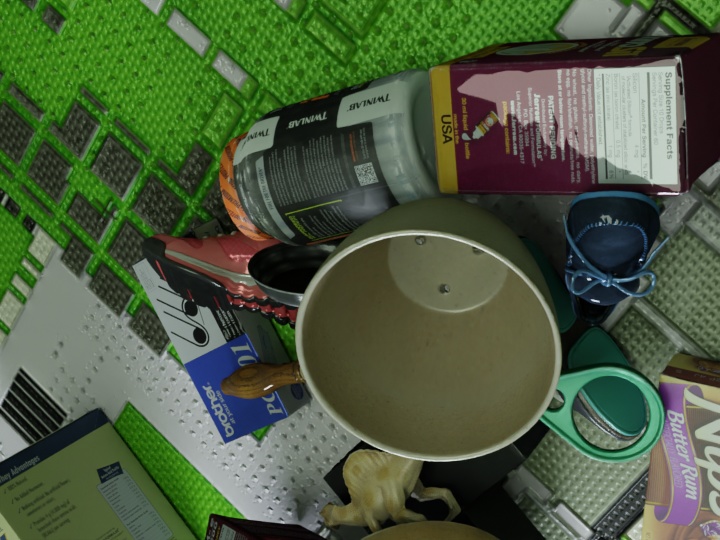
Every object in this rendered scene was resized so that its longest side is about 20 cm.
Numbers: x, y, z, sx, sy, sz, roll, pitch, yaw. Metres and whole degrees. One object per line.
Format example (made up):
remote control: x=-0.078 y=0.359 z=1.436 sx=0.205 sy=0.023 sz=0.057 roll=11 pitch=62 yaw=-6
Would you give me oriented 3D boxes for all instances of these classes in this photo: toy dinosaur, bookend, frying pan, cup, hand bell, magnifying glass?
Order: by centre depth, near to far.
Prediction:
cup: x=0.061 y=0.024 z=1.043 sx=0.197 sy=0.144 sz=0.203 roll=6 pitch=121 yaw=9
magnifying glass: x=0.150 y=0.103 z=1.099 sx=0.197 sy=0.022 sz=0.081 roll=14 pitch=103 yaw=12
toy dinosaur: x=0.033 y=0.187 z=1.150 sx=0.101 sy=0.058 sz=0.200 roll=45 pitch=120 yaw=8
frying pan: x=-0.011 y=-0.006 z=1.185 sx=0.115 sy=0.188 sz=0.031 roll=32 pitch=128 yaw=48
bookend: x=0.107 y=0.192 z=1.202 sx=0.199 sy=0.092 sz=0.200 roll=49 pitch=121 yaw=4
hand bell: x=-0.056 y=0.094 z=1.227 sx=0.198 sy=0.104 sz=0.105 roll=-16 pitch=99 yaw=42

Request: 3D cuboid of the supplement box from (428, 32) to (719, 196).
supplement box: x=0.169 y=-0.121 z=1.040 sx=0.197 sy=0.131 sz=0.105 roll=2 pitch=106 yaw=27

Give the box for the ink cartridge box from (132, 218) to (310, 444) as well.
ink cartridge box: x=-0.137 y=0.061 z=1.321 sx=0.093 sy=0.044 sz=0.202 roll=-25 pitch=94 yaw=34

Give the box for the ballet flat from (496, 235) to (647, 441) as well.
ballet flat: x=0.169 y=0.060 z=1.145 sx=0.073 sy=0.073 sz=0.201 roll=-33 pitch=95 yaw=33

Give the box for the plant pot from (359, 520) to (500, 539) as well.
plant pot: x=0.051 y=0.299 z=1.145 sx=0.197 sy=0.028 sz=0.202 roll=-3 pitch=121 yaw=-5

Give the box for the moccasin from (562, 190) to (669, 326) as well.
moccasin: x=0.195 y=-0.004 z=1.034 sx=0.079 sy=0.200 sz=0.069 roll=5 pitch=74 yaw=12

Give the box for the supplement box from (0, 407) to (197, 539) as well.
supplement box: x=-0.308 y=0.288 z=1.399 sx=0.134 sy=0.200 sz=0.201 roll=-42 pitch=83 yaw=31

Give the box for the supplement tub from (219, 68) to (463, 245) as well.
supplement tub: x=-0.016 y=-0.091 z=1.158 sx=0.198 sy=0.122 sz=0.124 roll=-12 pitch=101 yaw=30

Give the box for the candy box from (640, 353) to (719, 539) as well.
candy box: x=0.299 y=0.180 z=1.113 sx=0.115 sy=0.056 sz=0.203 roll=13 pitch=113 yaw=26

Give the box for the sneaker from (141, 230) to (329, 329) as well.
sneaker: x=-0.103 y=-0.008 z=1.250 sx=0.197 sy=0.088 sz=0.074 roll=16 pitch=154 yaw=7

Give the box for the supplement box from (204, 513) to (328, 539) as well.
supplement box: x=-0.060 y=0.284 z=1.261 sx=0.199 sy=0.108 sz=0.062 roll=10 pitch=87 yaw=59
